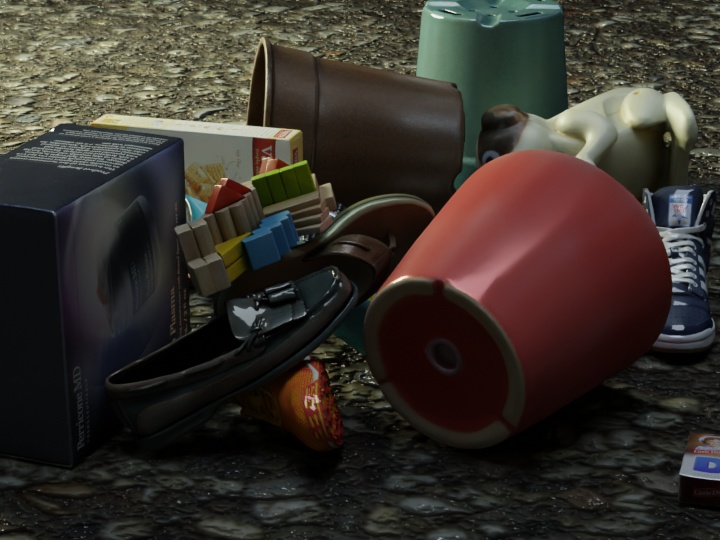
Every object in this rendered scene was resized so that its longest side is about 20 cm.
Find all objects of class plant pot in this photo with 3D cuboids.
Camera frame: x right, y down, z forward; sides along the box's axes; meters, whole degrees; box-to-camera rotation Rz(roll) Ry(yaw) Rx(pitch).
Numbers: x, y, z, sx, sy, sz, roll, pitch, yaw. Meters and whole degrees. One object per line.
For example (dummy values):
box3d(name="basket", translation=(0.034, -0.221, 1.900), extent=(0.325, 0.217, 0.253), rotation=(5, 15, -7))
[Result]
box3d(name="plant pot", translation=(0.139, -0.186, 1.933), extent=(0.200, 0.197, 0.200), rotation=(1, 20, 0))
box3d(name="plant pot", translation=(0.107, 0.030, 1.369), extent=(0.200, 0.201, 0.177), rotation=(13, 33, 33))
box3d(name="plant pot", translation=(-0.008, -0.119, 1.777), extent=(0.198, 0.201, 0.200), rotation=(4, 19, -8))

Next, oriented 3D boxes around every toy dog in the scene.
box3d(name="toy dog", translation=(0.212, -0.120, 1.798), extent=(0.199, 0.140, 0.194), rotation=(-10, 45, -9))

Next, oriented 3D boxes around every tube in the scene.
box3d(name="tube", translation=(-0.058, 0.002, 1.474), extent=(0.200, 0.050, 0.077), rotation=(32, 6, -18))

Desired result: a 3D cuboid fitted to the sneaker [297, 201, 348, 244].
box3d(name="sneaker", translation=(0.000, 0.000, 1.538), extent=(0.199, 0.080, 0.074), rotation=(20, 37, 3))

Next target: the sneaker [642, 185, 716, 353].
box3d(name="sneaker", translation=(0.271, -0.007, 1.562), extent=(0.070, 0.109, 0.200), rotation=(3, 20, 10))

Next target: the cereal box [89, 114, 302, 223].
box3d(name="cereal box", translation=(-0.150, -0.064, 1.677), extent=(0.199, 0.144, 0.040), rotation=(6, 21, 18))

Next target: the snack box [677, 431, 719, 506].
box3d(name="snack box", translation=(0.323, 0.147, 1.258), extent=(0.199, 0.024, 0.072), rotation=(5, 22, 15))

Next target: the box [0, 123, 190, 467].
box3d(name="box", translation=(-0.224, 0.014, 1.380), extent=(0.123, 0.201, 0.198), rotation=(8, 22, 21))

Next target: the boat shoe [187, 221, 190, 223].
box3d(name="boat shoe", translation=(-0.088, -0.003, 1.623), extent=(0.199, 0.071, 0.063), rotation=(10, 25, 15))

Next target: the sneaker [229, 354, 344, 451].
box3d(name="sneaker", translation=(-0.060, 0.095, 1.368), extent=(0.077, 0.073, 0.200), rotation=(-19, 16, -10))

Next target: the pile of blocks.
box3d(name="pile of blocks", translation=(-0.075, -0.048, 1.379), extent=(0.082, 0.062, 0.200), rotation=(-10, 19, 26))

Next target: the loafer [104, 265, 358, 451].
box3d(name="loafer", translation=(-0.095, 0.054, 1.330), extent=(0.200, 0.063, 0.072), rotation=(-36, 25, 2))

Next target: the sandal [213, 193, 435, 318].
box3d(name="sandal", translation=(-0.019, 0.005, 1.412), extent=(0.201, 0.080, 0.057), rotation=(-26, 34, -27))
